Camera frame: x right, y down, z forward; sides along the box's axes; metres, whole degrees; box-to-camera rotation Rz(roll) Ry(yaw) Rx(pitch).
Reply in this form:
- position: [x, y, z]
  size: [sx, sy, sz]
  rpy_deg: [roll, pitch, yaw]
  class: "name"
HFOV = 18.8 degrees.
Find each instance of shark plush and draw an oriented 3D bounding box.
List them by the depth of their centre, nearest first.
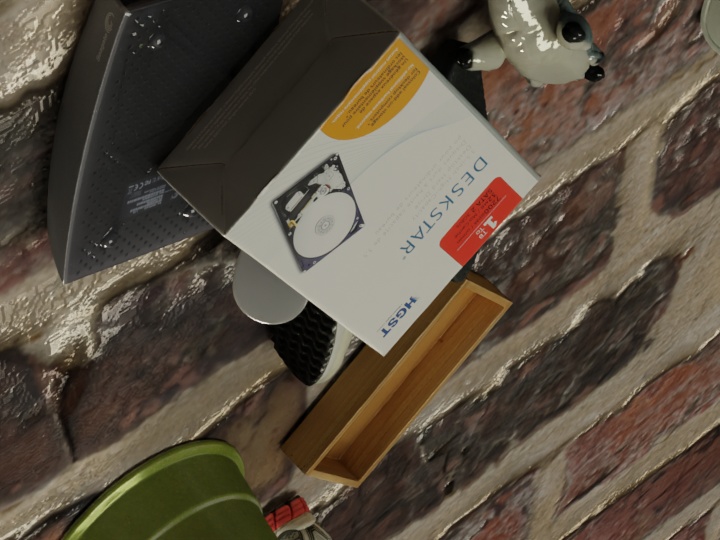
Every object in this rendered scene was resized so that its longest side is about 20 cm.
- position: [0.141, -0.175, 1.500]
  size: [0.091, 0.084, 0.200]
  rpy_deg: [-15, 165, 34]
  class: "shark plush"

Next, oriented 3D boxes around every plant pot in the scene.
- position: [-0.107, 0.263, 1.612]
  size: [0.200, 0.190, 0.200]
  rpy_deg: [-35, 152, -22]
  class: "plant pot"

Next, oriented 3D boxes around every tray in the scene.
- position: [0.029, 0.082, 1.734]
  size: [0.200, 0.037, 0.099]
  rpy_deg: [-50, 154, 8]
  class: "tray"

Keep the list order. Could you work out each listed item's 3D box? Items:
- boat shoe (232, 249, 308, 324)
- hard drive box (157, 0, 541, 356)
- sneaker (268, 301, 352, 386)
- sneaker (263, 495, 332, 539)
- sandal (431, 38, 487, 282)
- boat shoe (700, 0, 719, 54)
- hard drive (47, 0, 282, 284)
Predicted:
- position: [-0.028, -0.061, 1.422]
  size: [0.066, 0.072, 0.201]
  rpy_deg: [-61, 168, -68]
  class: "boat shoe"
- position: [-0.002, -0.060, 1.315]
  size: [0.156, 0.077, 0.200]
  rpy_deg: [-49, 144, 3]
  class: "hard drive box"
- position: [0.000, -0.001, 1.535]
  size: [0.093, 0.070, 0.200]
  rpy_deg: [-19, 140, -34]
  class: "sneaker"
- position: [-0.067, 0.283, 1.817]
  size: [0.078, 0.082, 0.200]
  rpy_deg: [-25, 147, -36]
  class: "sneaker"
- position: [0.060, -0.080, 1.542]
  size: [0.075, 0.048, 0.201]
  rpy_deg: [-54, 149, -42]
  class: "sandal"
- position: [0.326, -0.250, 1.674]
  size: [0.060, 0.076, 0.200]
  rpy_deg: [-25, 158, -35]
  class: "boat shoe"
- position: [-0.119, -0.092, 1.268]
  size: [0.135, 0.042, 0.200]
  rpy_deg: [-23, 145, -39]
  class: "hard drive"
